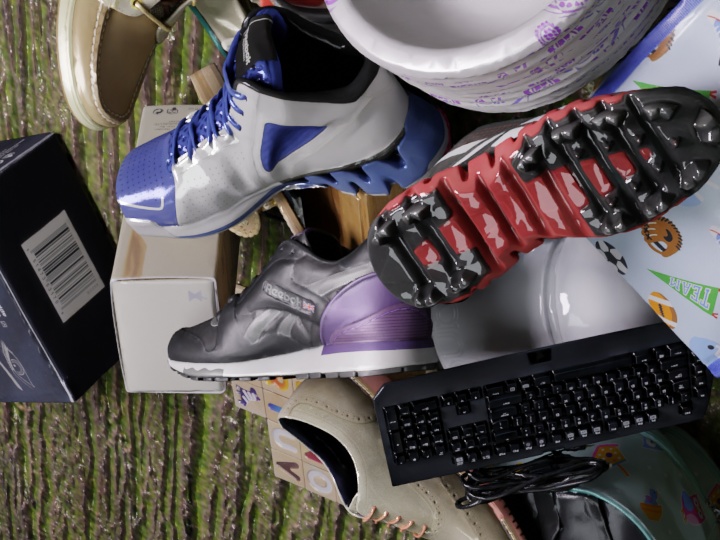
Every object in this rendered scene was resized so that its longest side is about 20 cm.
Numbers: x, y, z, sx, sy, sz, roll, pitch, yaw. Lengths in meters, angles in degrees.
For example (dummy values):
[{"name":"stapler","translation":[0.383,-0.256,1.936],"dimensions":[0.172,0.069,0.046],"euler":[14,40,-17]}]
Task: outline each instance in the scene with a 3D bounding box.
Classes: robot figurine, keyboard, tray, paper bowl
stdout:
[{"name":"robot figurine","translation":[0.124,0.025,0.964],"dimensions":[0.199,0.113,0.170],"euler":[-10,131,44]},{"name":"keyboard","translation":[0.112,0.094,0.891],"dimensions":[0.198,0.040,0.105],"euler":[-12,125,1]},{"name":"tray","translation":[0.000,0.000,0.981],"dimensions":[0.099,0.037,0.201],"euler":[48,152,43]},{"name":"paper bowl","translation":[0.081,-0.183,0.797],"dimensions":[0.199,0.104,0.203],"euler":[-10,72,33]}]

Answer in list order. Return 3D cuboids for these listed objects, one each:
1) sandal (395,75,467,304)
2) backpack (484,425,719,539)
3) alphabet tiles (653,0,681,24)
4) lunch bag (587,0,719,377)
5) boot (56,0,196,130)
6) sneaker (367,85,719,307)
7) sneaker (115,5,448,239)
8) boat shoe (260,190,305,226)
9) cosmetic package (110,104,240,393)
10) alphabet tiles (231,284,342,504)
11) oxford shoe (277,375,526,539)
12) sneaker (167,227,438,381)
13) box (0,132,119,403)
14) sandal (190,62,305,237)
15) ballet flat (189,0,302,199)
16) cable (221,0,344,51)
[{"name":"sandal","translation":[0.034,-0.071,0.961],"dimensions":[0.201,0.045,0.075],"euler":[65,150,20]},{"name":"backpack","translation":[0.165,0.182,1.025],"dimensions":[0.175,0.154,0.201],"euler":[-11,125,45]},{"name":"alphabet tiles","translation":[0.228,-0.125,0.838],"dimensions":[0.165,0.006,0.202],"euler":[19,133,28]},{"name":"lunch bag","translation":[0.210,-0.068,0.802],"dimensions":[0.170,0.124,0.200],"euler":[44,147,3]},{"name":"boot","translation":[-0.098,-0.180,0.941],"dimensions":[0.153,0.202,0.072],"euler":[8,170,24]},{"name":"sneaker","translation":[0.097,-0.050,0.784],"dimensions":[0.199,0.098,0.071],"euler":[-24,105,32]},{"name":"sneaker","translation":[-0.060,-0.093,0.871],"dimensions":[0.197,0.081,0.115],"euler":[-12,140,21]},{"name":"boat shoe","translation":[-0.012,-0.052,1.055],"dimensions":[0.198,0.062,0.076],"euler":[8,127,36]},{"name":"cosmetic package","translation":[-0.124,-0.019,1.068],"dimensions":[0.070,0.201,0.106],"euler":[0,128,0]},{"name":"alphabet tiles","translation":[-0.040,0.111,1.252],"dimensions":[0.166,0.008,0.202],"euler":[18,132,28]},{"name":"oxford shoe","translation":[0.028,0.144,0.962],"dimensions":[0.200,0.074,0.071],"euler":[45,147,10]},{"name":"sneaker","translation":[-0.037,0.020,0.924],"dimensions":[0.198,0.075,0.089],"euler":[-6,88,38]},{"name":"box","translation":[-0.314,0.002,1.310],"dimensions":[0.199,0.117,0.198],"euler":[-4,120,40]},{"name":"sandal","translation":[-0.093,-0.059,1.003],"dimensions":[0.078,0.069,0.212],"euler":[60,180,-39]},{"name":"ballet flat","translation":[-0.064,-0.145,1.006],"dimensions":[0.069,0.069,0.201],"euler":[-34,84,49]},{"name":"cable","translation":[0.015,-0.157,0.903],"dimensions":[0.198,0.050,0.098],"euler":[-10,122,-5]}]
